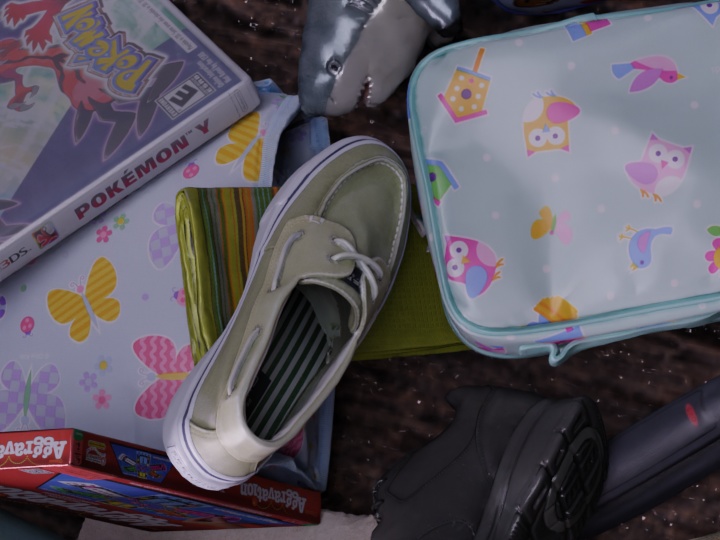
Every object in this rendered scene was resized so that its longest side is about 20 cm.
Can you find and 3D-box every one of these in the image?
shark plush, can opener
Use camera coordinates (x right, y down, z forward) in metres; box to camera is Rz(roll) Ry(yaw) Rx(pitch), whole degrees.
[{"bbox_3d":[-0.004,-0.178,1.215,0.083,0.091,0.200,-9,102,0],"label":"shark plush"},{"bbox_3d":[0.172,0.076,1.198,0.200,0.063,0.079,-26,52,17],"label":"can opener"}]

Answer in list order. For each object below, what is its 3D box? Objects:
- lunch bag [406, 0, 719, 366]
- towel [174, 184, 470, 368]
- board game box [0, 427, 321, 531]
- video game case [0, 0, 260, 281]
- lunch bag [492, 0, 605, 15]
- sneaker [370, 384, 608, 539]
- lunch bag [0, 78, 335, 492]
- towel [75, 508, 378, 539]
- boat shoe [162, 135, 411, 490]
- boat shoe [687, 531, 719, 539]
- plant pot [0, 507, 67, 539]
[{"bbox_3d":[0.121,-0.040,1.198,0.200,0.077,0.160,-10,84,1],"label":"lunch bag"},{"bbox_3d":[0.000,0.000,1.202,0.018,0.200,0.086,-14,82,51],"label":"towel"},{"bbox_3d":[-0.114,0.099,1.164,0.103,0.200,0.019,-4,76,31],"label":"board game box"},{"bbox_3d":[-0.173,-0.087,1.261,0.182,0.023,0.200,-35,46,-10],"label":"video game case"},{"bbox_3d":[0.112,-0.186,1.164,0.160,0.200,0.076,-9,75,18],"label":"lunch bag"},{"bbox_3d":[0.037,0.136,1.166,0.091,0.076,0.200,15,55,33],"label":"sneaker"},{"bbox_3d":[-0.099,0.009,1.256,0.170,0.127,0.200,-3,77,19],"label":"lunch bag"},{"bbox_3d":[-0.073,0.175,1.245,0.200,0.034,0.133,5,63,35],"label":"towel"},{"bbox_3d":[-0.018,0.016,1.133,0.062,0.072,0.200,-20,35,49],"label":"boat shoe"},{"bbox_3d":[0.168,0.158,1.163,0.200,0.065,0.072,-26,93,-6],"label":"boat shoe"},{"bbox_3d":[-0.231,0.171,1.169,0.196,0.200,0.200,22,93,-3],"label":"plant pot"}]
